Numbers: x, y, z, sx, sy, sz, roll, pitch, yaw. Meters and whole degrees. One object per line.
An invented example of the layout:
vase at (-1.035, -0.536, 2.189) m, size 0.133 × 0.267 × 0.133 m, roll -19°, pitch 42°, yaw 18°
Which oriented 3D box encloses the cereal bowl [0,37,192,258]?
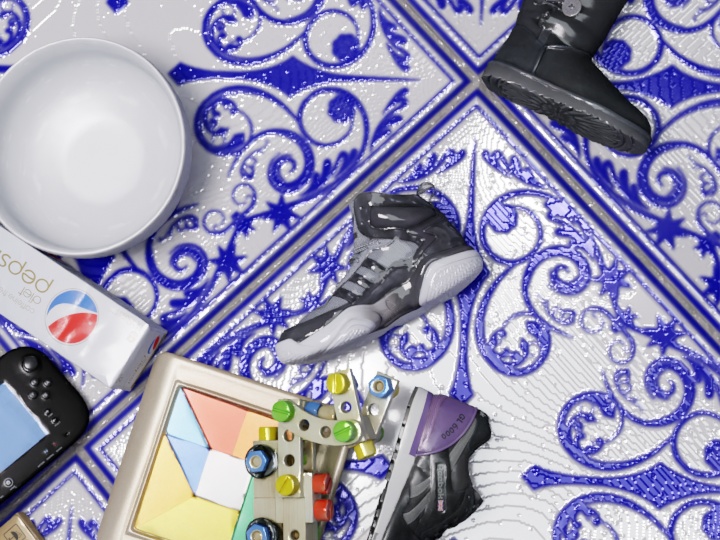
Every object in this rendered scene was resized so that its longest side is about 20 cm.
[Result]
cereal bowl at (-0.246, -0.106, 1.234) m, size 0.198 × 0.083 × 0.202 m, roll -1°, pitch 81°, yaw 7°

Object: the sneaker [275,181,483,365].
sneaker at (0.000, 0.000, 1.193) m, size 0.199 × 0.076 × 0.114 m, roll -27°, pitch 79°, yaw -3°

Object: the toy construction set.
toy construction set at (-0.033, 0.184, 1.128) m, size 0.130 × 0.092 × 0.201 m, roll -4°, pitch 68°, yaw 20°

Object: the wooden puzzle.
wooden puzzle at (-0.122, 0.187, 1.198) m, size 0.199 × 0.037 × 0.186 m, roll 17°, pitch 85°, yaw 10°

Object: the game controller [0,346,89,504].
game controller at (-0.340, 0.158, 1.198) m, size 0.104 × 0.042 × 0.200 m, roll 44°, pitch 65°, yaw 12°

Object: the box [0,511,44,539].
box at (-0.308, 0.347, 1.207) m, size 0.163 × 0.021 × 0.200 m, roll -40°, pitch 79°, yaw 1°

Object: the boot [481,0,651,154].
boot at (0.223, -0.225, 1.204) m, size 0.164 × 0.066 × 0.201 m, roll 27°, pitch 82°, yaw 9°

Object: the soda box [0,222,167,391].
soda box at (-0.279, 0.029, 1.229) m, size 0.199 × 0.064 × 0.068 m, roll 32°, pitch 88°, yaw 11°

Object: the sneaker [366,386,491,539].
sneaker at (0.058, 0.207, 1.156) m, size 0.087 × 0.076 × 0.201 m, roll 17°, pitch 84°, yaw 4°
